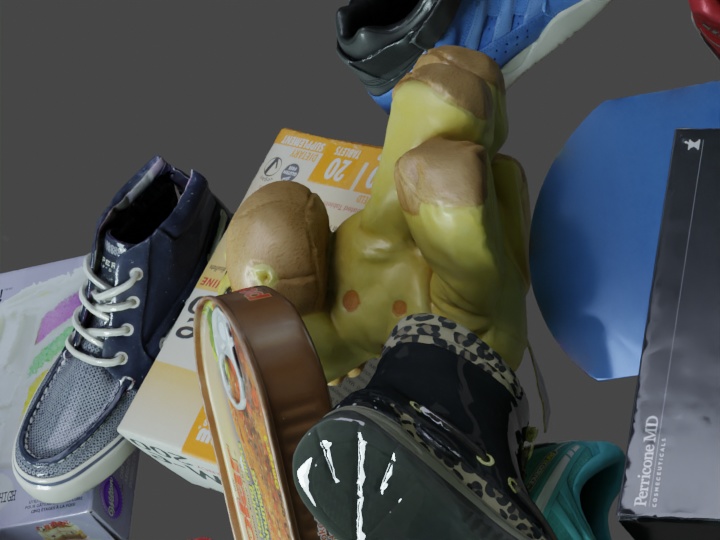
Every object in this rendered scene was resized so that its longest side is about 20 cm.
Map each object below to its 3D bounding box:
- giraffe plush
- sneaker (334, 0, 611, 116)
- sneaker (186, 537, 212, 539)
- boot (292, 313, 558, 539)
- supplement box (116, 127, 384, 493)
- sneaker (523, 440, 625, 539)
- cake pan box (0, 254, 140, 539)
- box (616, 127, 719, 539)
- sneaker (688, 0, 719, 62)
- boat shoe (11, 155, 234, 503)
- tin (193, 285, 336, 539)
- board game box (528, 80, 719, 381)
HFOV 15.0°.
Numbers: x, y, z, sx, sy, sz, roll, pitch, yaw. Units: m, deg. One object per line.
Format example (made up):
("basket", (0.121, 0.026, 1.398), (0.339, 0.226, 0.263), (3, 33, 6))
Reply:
("giraffe plush", (0.000, 0.000, 1.373), (0.161, 0.201, 0.173), (-7, 17, 11))
("sneaker", (0.071, -0.172, 1.527), (0.200, 0.111, 0.077), (-44, 41, 6))
("sneaker", (-0.012, 0.186, 1.378), (0.115, 0.078, 0.200), (-38, 54, 0))
("boot", (0.067, 0.114, 1.239), (0.073, 0.204, 0.154), (-43, 6, 24))
("supplement box", (-0.029, 0.030, 1.494), (0.126, 0.073, 0.201), (13, 70, 46))
("sneaker", (0.100, 0.163, 1.287), (0.079, 0.078, 0.201), (-16, 52, 17))
("cake pan box", (-0.220, 0.089, 1.616), (0.199, 0.052, 0.185), (-10, 52, 24))
("box", (0.205, 0.037, 1.250), (0.140, 0.079, 0.201), (1, 64, 22))
("sneaker", (0.252, -0.138, 1.362), (0.199, 0.085, 0.077), (-11, 54, 36))
("boat shoe", (-0.140, 0.027, 1.522), (0.074, 0.093, 0.200), (20, 65, 30))
("tin", (-0.035, 0.105, 1.287), (0.042, 0.201, 0.112), (-15, 8, -21))
("board game box", (0.184, -0.018, 1.363), (0.199, 0.039, 0.159), (-9, 60, 19))
